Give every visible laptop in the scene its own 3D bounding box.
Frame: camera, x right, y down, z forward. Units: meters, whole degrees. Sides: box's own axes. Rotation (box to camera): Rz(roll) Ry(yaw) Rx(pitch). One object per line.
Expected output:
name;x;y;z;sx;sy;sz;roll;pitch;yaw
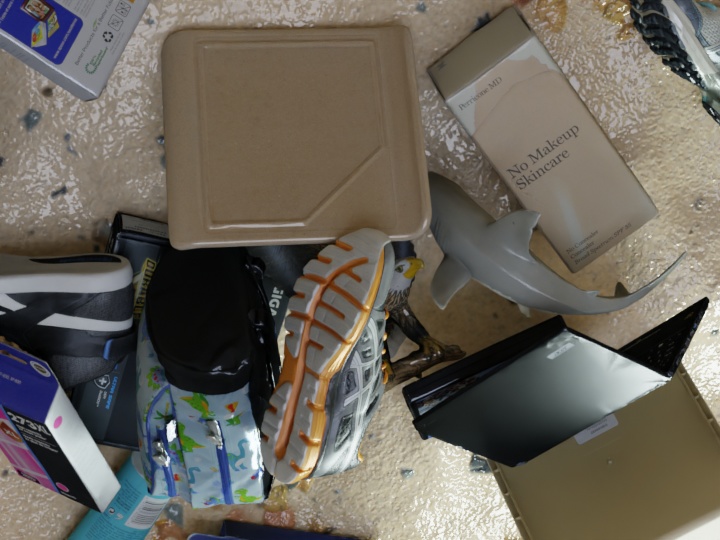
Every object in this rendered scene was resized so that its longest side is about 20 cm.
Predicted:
laptop;0.167;0.076;1.312;0.177;0.200;0.103;-36;98;38

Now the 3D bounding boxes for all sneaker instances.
sneaker;-0.013;0.064;1.207;0.077;0.078;0.201;9;106;-39
sneaker;-0.278;0.047;1.290;0.198;0.073;0.113;1;109;10
sneaker;0.297;-0.187;1.317;0.086;0.078;0.200;-48;123;1

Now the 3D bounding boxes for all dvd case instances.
dvd case;0.108;0.095;1.365;0.142;0.200;0.018;-24;75;-1

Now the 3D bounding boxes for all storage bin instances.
storage bin;0.231;0.192;1.420;0.199;0.199;0.094;-28;136;5

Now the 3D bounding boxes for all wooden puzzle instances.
wooden puzzle;-0.052;-0.103;1.241;0.198;0.186;0.037;-4;157;-4

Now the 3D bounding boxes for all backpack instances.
backpack;-0.120;0.099;1.282;0.153;0.164;0.201;-18;133;4

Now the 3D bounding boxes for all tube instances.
tube;-0.232;0.248;1.446;0.077;0.050;0.200;28;113;-18

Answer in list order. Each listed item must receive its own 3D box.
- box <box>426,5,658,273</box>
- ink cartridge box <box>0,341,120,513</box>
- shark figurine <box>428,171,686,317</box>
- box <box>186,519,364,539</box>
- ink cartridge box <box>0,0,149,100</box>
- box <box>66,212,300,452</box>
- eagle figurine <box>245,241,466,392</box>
box;0.150;-0.106;1.316;0.095;0.078;0.200;-37;117;10
ink cartridge box;-0.267;0.124;1.310;0.094;0.037;0.201;20;148;24
shark figurine;0.140;-0.012;1.245;0.213;0.128;0.090;25;132;0
box;-0.077;0.299;1.505;0.199;0.032;0.122;10;114;-15
ink cartridge box;-0.257;-0.218;1.175;0.200;0.037;0.095;34;73;-27
box;-0.156;0.062;1.363;0.158;0.046;0.201;13;113;-17
eagle figurine;0.005;-0.003;1.302;0.150;0.152;0.201;-28;85;25
